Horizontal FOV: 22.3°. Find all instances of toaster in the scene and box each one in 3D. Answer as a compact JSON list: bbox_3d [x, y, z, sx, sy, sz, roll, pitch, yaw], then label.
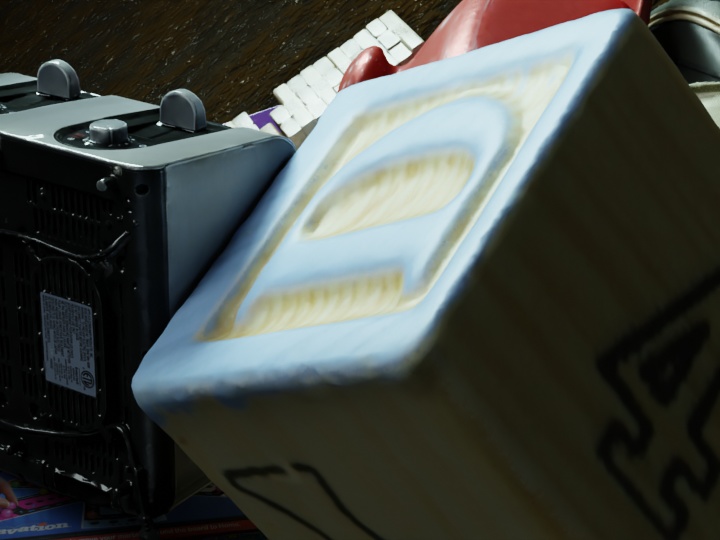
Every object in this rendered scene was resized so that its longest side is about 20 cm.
[{"bbox_3d":[-0.126,0.012,0.860,0.180,0.202,0.118,15,25,34],"label":"toaster"}]

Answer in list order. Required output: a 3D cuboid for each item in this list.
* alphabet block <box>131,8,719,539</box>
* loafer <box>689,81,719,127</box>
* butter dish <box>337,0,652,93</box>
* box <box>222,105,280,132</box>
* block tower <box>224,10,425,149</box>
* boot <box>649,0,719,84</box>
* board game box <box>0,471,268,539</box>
[{"bbox_3d":[0.062,0.041,0.767,0.195,0.200,0.197,-8,40,51],"label":"alphabet block"},{"bbox_3d":[0.193,-0.044,0.819,0.076,0.067,0.200,-52,42,-6],"label":"loafer"},{"bbox_3d":[0.057,-0.072,0.974,0.200,0.147,0.201,-72,7,-47],"label":"butter dish"},{"bbox_3d":[-0.112,-0.046,1.216,0.199,0.039,0.137,-19,-16,-6],"label":"box"},{"bbox_3d":[-0.042,-0.073,1.110,0.199,0.058,0.054,-36,39,-3],"label":"block tower"},{"bbox_3d":[0.170,-0.067,0.959,0.139,0.077,0.200,-50,23,-10],"label":"boot"},{"bbox_3d":[-0.121,0.103,0.909,0.198,0.020,0.103,-4,38,-16],"label":"board game box"}]
